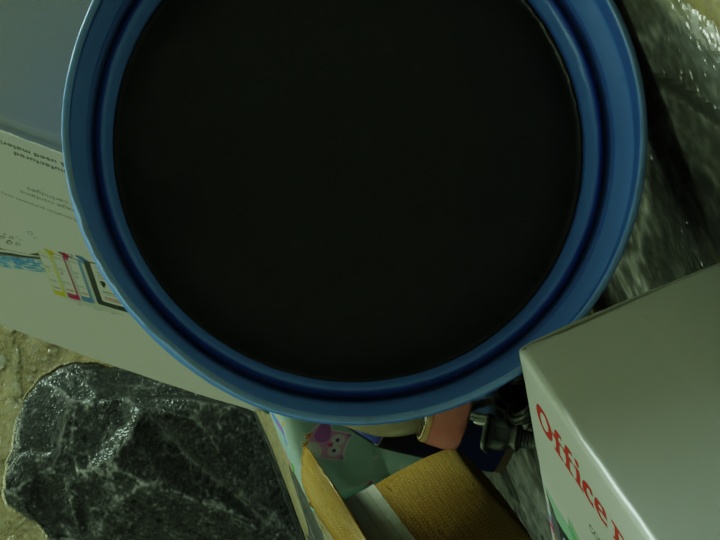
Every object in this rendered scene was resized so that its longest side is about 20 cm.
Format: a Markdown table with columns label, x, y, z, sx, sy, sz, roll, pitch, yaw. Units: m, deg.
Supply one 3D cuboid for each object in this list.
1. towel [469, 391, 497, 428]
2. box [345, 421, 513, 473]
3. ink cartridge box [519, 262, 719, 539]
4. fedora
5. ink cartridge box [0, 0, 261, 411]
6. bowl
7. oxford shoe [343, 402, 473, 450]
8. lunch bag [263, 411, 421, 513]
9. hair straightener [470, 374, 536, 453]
| label | x | y | z | sx | sy | sz | roll | pitch | yaw |
| --- | --- | --- | --- | --- | --- | --- | --- | --- | --- |
| towel | 0.000 | 0.000 | 0.920 | 0.200 | 0.049 | 0.112 | 30 | 158 | 26 |
| box | -0.003 | 0.059 | 0.984 | 0.121 | 0.033 | 0.200 | 30 | -178 | 28 |
| ink cartridge box | 0.128 | 0.122 | 0.619 | 0.145 | 0.084 | 0.201 | -122 | 15 | -51 |
| fedora | 0.050 | 0.150 | 0.892 | 0.201 | 0.082 | 0.201 | 55 | 177 | 5 |
| ink cartridge box | -0.085 | -0.060 | 0.782 | 0.200 | 0.144 | 0.148 | 86 | -155 | -63 |
| bowl | -0.002 | -0.046 | 0.640 | 0.039 | 0.200 | 0.201 | 125 | 124 | -80 |
| oxford shoe | 0.020 | -0.026 | 0.782 | 0.070 | 0.074 | 0.201 | -171 | 88 | -86 |
| lunch bag | -0.024 | 0.031 | 1.217 | 0.200 | 0.121 | 0.171 | -112 | 4 | -61 |
| hair straightener | 0.084 | 0.056 | 0.776 | 0.200 | 0.077 | 0.041 | -135 | 49 | -78 |
